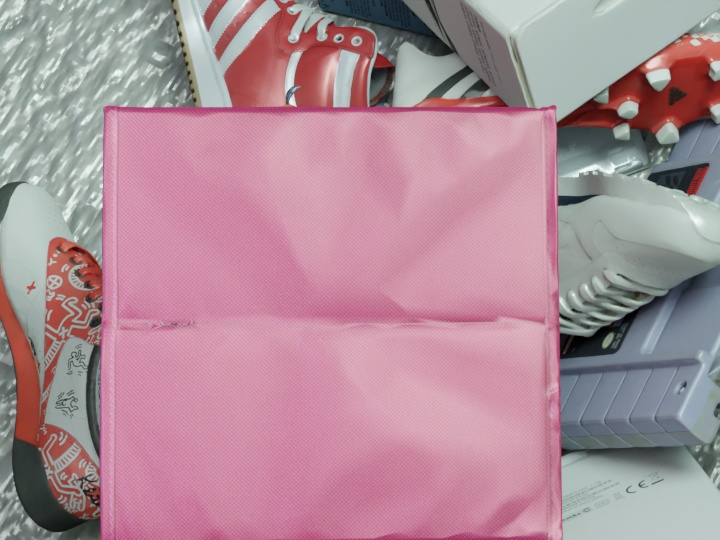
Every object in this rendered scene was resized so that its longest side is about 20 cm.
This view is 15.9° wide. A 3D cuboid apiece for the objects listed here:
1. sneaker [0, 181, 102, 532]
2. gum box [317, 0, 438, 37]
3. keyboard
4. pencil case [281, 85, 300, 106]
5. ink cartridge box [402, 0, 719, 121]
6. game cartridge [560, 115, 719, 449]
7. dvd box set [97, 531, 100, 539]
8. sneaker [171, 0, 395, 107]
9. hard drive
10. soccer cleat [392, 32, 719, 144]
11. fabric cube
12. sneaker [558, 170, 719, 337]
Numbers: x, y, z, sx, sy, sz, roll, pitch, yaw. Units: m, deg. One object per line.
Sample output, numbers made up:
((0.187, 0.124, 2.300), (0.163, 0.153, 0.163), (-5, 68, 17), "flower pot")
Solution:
((-0.131, 0.029, 1.350), (0.107, 0.067, 0.202), (-22, 59, 22), "sneaker")
((0.093, -0.208, 1.462), (0.199, 0.045, 0.171), (15, 71, 10), "gum box")
((0.058, -0.049, 1.418), (0.199, 0.011, 0.057), (-20, 75, -3), "keyboard")
((0.000, 0.000, 1.333), (0.088, 0.088, 0.200), (-42, 81, -11), "pencil case")
((0.088, -0.187, 1.356), (0.144, 0.084, 0.200), (-34, 50, -9), "ink cartridge box")
((0.171, 0.001, 1.331), (0.038, 0.129, 0.201), (40, 66, -27), "game cartridge")
((-0.058, 0.114, 1.356), (0.145, 0.029, 0.201), (7, 69, 8), "dvd box set")
((-0.045, -0.142, 1.435), (0.112, 0.071, 0.201), (-15, 75, 4), "sneaker")
((0.122, 0.144, 1.259), (0.131, 0.026, 0.200), (-22, 24, -3), "hard drive")
((0.112, -0.107, 1.381), (0.199, 0.069, 0.086), (-13, 55, 5), "soccer cleat")
((-0.013, 0.037, 1.186), (0.198, 0.196, 0.201), (0, 82, -1), "fabric cube")
((0.124, -0.004, 1.315), (0.076, 0.200, 0.081), (22, 79, -24), "sneaker")
